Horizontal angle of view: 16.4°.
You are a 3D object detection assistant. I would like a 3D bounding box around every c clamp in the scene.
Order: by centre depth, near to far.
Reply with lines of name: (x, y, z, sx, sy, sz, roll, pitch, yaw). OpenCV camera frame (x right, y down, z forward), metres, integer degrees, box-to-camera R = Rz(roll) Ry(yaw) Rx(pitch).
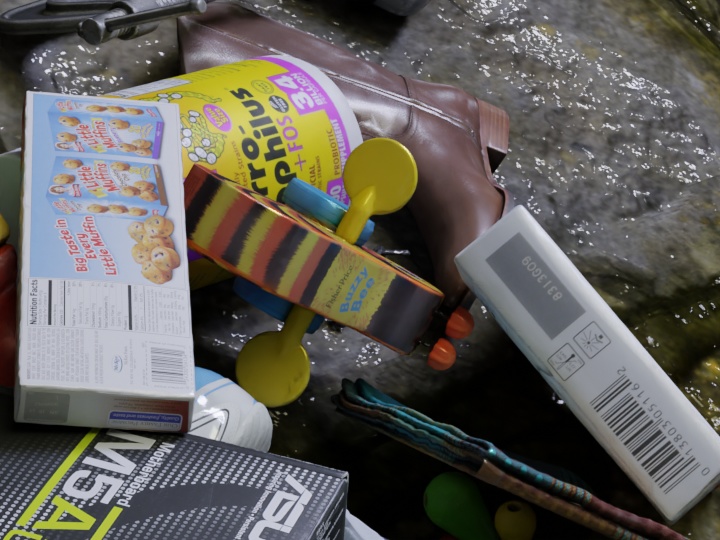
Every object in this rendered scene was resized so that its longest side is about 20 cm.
c clamp: (-0.101, -0.146, 1.341, 0.170, 0.027, 0.200, -4, 16, 31)

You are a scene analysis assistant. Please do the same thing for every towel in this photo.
towel: (0.080, 0.096, 1.154, 0.146, 0.022, 0.200, 25, -3, -19)

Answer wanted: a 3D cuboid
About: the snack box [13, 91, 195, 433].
snack box: (-0.110, -0.008, 1.071, 0.072, 0.024, 0.200, 4, 39, -10)

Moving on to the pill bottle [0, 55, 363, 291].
pill bottle: (-0.095, -0.040, 1.225, 0.104, 0.104, 0.200, 47, 39, 20)

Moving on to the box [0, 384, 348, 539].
box: (-0.126, 0.123, 0.948, 0.192, 0.048, 0.200, 12, 33, 16)

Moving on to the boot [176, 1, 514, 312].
boot: (-0.018, -0.066, 1.351, 0.199, 0.064, 0.187, 22, 31, -12)

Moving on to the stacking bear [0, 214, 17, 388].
stacking bear: (-0.200, 0.005, 1.092, 0.200, 0.121, 0.114, 43, 74, -4)

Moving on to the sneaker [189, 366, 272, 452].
sneaker: (-0.107, 0.107, 1.080, 0.072, 0.072, 0.200, 22, 34, 14)

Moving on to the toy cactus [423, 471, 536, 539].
toy cactus: (0.089, 0.185, 1.123, 0.165, 0.102, 0.200, 19, 26, -50)

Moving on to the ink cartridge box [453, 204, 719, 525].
ink cartridge box: (0.117, 0.055, 1.252, 0.160, 0.047, 0.200, 50, -2, 10)

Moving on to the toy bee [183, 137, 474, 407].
toy bee: (0.000, 0.000, 1.193, 0.109, 0.131, 0.200, 30, 25, 31)

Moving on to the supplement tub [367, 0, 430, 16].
supplement tub: (-0.029, -0.247, 1.504, 0.199, 0.123, 0.123, 25, 36, -8)

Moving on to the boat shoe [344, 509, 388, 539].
boat shoe: (0.001, 0.149, 1.058, 0.062, 0.072, 0.200, 52, -18, -29)
